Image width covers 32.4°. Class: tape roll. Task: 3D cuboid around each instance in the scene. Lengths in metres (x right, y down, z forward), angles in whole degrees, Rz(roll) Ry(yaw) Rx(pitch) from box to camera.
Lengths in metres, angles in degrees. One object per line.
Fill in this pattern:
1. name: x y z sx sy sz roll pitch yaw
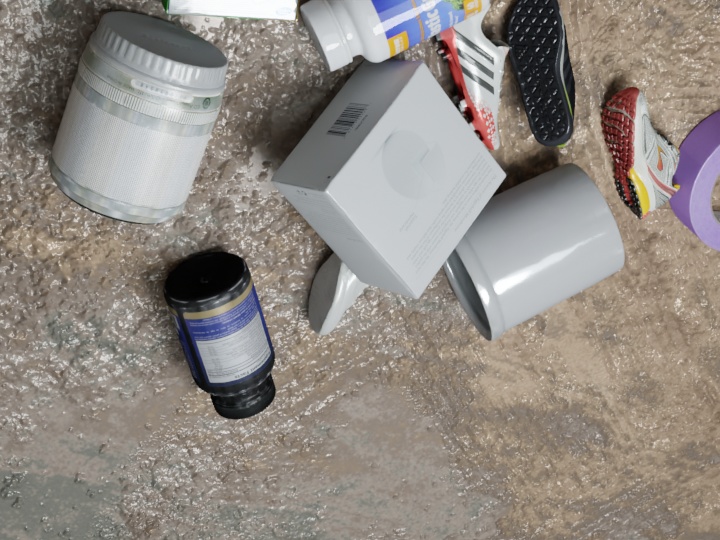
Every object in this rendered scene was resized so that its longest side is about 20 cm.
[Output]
1. tape roll: 0.531 -0.127 1.721 0.199 0.066 0.201 -8 121 -14

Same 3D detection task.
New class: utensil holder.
1. utensil holder: 0.217 -0.028 1.611 0.199 0.170 0.171 -26 124 -6

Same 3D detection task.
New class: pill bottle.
1. pill bottle: -0.172 0.087 1.571 0.111 0.112 0.201 -19 124 -8
2. pill bottle: 0.037 -0.307 1.414 0.199 0.112 0.112 -27 124 -3

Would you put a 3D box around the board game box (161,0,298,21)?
1. board game box: -0.133 -0.379 1.356 0.152 0.040 0.201 0 119 -19

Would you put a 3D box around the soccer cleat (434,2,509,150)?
1. soccer cleat: 0.150 -0.239 1.523 0.085 0.069 0.201 -24 120 0

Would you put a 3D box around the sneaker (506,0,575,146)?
1. sneaker: 0.230 -0.251 1.550 0.071 0.083 0.201 -2 104 21

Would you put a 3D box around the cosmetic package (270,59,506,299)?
1. cosmetic package: 0.037 -0.111 1.484 0.200 0.123 0.200 -53 124 -16

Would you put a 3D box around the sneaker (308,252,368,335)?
1. sneaker: 0.000 0.000 1.608 0.088 0.075 0.201 11 113 -31

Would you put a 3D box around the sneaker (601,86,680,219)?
1. sneaker: 0.376 -0.165 1.647 0.082 0.078 0.201 -29 134 -6

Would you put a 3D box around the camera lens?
1. camera lens: -0.246 -0.164 1.369 0.159 0.160 0.201 13 114 -25
